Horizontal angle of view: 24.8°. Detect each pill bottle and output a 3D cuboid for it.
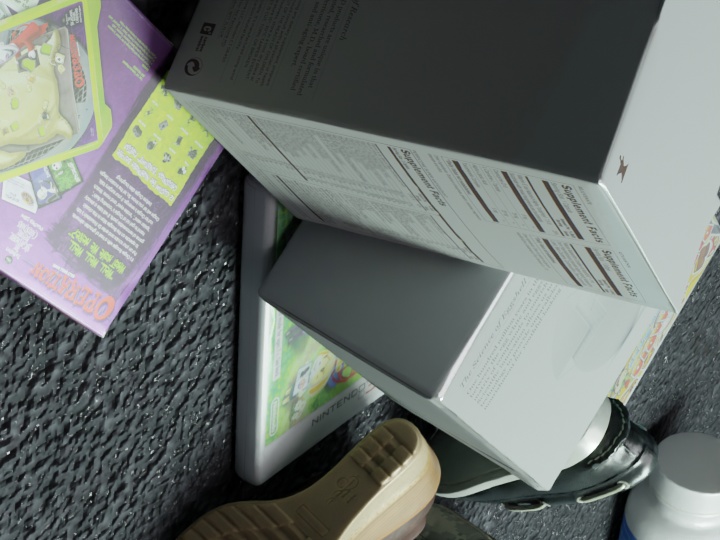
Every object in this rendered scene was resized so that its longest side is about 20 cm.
[{"bbox_3d":[0.289,0.248,1.484,0.112,0.112,0.201,-33,139,-40],"label":"pill bottle"}]

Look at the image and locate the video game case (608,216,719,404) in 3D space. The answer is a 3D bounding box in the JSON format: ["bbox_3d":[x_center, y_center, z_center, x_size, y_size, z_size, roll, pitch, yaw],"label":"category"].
[{"bbox_3d":[0.207,0.021,1.256,0.201,0.023,0.182,-59,151,-6],"label":"video game case"}]

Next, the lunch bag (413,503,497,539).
[{"bbox_3d":[0.072,0.286,1.117,0.201,0.167,0.139,-58,150,-5],"label":"lunch bag"}]

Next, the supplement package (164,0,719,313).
[{"bbox_3d":[0.054,-0.095,0.714,0.151,0.199,0.153,45,64,-60],"label":"supplement package"}]

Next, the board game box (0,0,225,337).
[{"bbox_3d":[-0.130,-0.060,0.657,0.121,0.032,0.200,-61,150,-10],"label":"board game box"}]

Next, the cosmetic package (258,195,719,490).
[{"bbox_3d":[0.077,-0.015,0.876,0.200,0.123,0.200,-58,152,-6],"label":"cosmetic package"}]

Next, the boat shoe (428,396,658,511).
[{"bbox_3d":[0.105,0.119,1.024,0.060,0.200,0.076,34,69,-19],"label":"boat shoe"}]

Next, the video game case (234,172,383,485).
[{"bbox_3d":[0.000,0.000,0.915,0.182,0.022,0.201,-33,139,-41],"label":"video game case"}]

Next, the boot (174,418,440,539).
[{"bbox_3d":[-0.035,0.175,0.960,0.199,0.072,0.167,-34,157,-15],"label":"boot"}]
